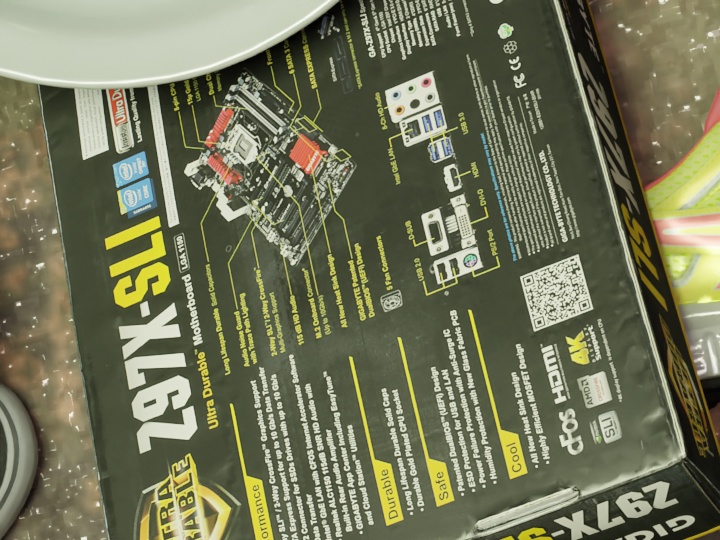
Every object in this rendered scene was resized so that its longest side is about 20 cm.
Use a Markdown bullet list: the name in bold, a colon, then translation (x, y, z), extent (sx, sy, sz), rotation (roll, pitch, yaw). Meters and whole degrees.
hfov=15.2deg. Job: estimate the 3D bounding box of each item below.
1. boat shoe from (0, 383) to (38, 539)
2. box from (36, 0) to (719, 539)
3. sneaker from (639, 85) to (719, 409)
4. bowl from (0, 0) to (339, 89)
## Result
- **boat shoe**: translation (-0.192, 0.083, 0.792), extent (0.199, 0.066, 0.070), rotation (-20, 81, 4)
- **box**: translation (0.000, 0.000, 0.741), extent (0.159, 0.049, 0.201), rotation (-23, 58, 16)
- **sneaker**: translation (0.128, -0.014, 0.759), extent (0.198, 0.078, 0.091), rotation (-9, 79, 7)
- **bowl**: translation (-0.072, -0.156, 0.748), extent (0.199, 0.090, 0.203), rotation (0, 103, -1)
